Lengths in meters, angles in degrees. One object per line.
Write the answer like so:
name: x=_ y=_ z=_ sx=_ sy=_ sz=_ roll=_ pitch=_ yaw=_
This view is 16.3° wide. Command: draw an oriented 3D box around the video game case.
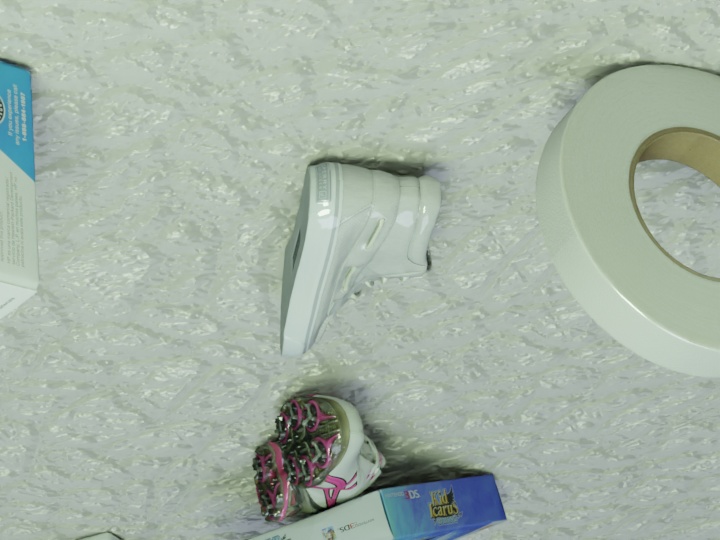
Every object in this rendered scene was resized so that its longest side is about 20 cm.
video game case: x=-0.003 y=0.222 z=2.070 sx=0.181 sy=0.046 sz=0.200 roll=-24 pitch=167 yaw=28

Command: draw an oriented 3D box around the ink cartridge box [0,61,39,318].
ink cartridge box: x=-0.286 y=-0.060 z=1.406 sx=0.199 sy=0.147 sz=0.086 roll=15 pitch=147 yaw=-36

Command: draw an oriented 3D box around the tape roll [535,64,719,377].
tape roll: x=0.202 y=-0.032 z=1.528 sx=0.202 sy=0.204 sz=0.037 roll=5 pitch=151 yaw=-23

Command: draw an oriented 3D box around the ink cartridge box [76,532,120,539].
ink cartridge box: x=-0.253 y=0.341 z=2.133 sx=0.145 sy=0.201 sz=0.088 roll=-15 pitch=149 yaw=15

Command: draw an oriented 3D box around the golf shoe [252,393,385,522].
golf shoe: x=-0.022 y=0.139 z=1.950 sx=0.092 sy=0.073 sz=0.200 roll=-8 pitch=164 yaw=-17

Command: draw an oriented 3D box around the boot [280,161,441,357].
boot: x=0.000 y=0.000 z=1.673 sx=0.095 sy=0.074 sz=0.200 roll=4 pitch=150 yaw=-8
